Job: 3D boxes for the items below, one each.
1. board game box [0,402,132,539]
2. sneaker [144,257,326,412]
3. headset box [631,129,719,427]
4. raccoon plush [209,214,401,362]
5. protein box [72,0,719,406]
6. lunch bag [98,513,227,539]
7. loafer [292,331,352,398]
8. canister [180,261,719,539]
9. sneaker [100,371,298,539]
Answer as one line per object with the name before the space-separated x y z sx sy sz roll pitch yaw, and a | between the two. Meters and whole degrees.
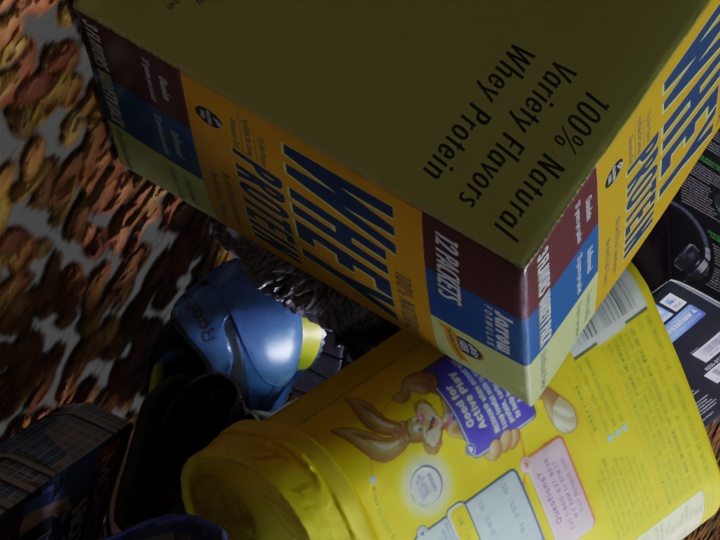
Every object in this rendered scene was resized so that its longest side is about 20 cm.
board game box | -0.166 0.148 1.230 0.200 0.062 0.200 -37 150 -58
sneaker | -0.074 0.064 1.384 0.078 0.066 0.200 -20 151 -25
headset box | 0.145 -0.002 1.615 0.174 0.093 0.200 -42 -150 37
raccoon plush | 0.030 -0.030 1.287 0.134 0.200 0.097 -45 -178 24
protein box | 0.033 -0.096 1.150 0.199 0.200 0.135 -54 163 -18
lunch bag | -0.112 0.205 1.140 0.200 0.124 0.170 -44 152 -30
loafer | 0.000 0.000 1.463 0.063 0.072 0.200 -54 161 -32
canister | 0.043 0.090 1.210 0.200 0.086 0.149 -32 109 -31
sneaker | -0.042 0.083 1.264 0.200 0.076 0.116 -40 153 -48
